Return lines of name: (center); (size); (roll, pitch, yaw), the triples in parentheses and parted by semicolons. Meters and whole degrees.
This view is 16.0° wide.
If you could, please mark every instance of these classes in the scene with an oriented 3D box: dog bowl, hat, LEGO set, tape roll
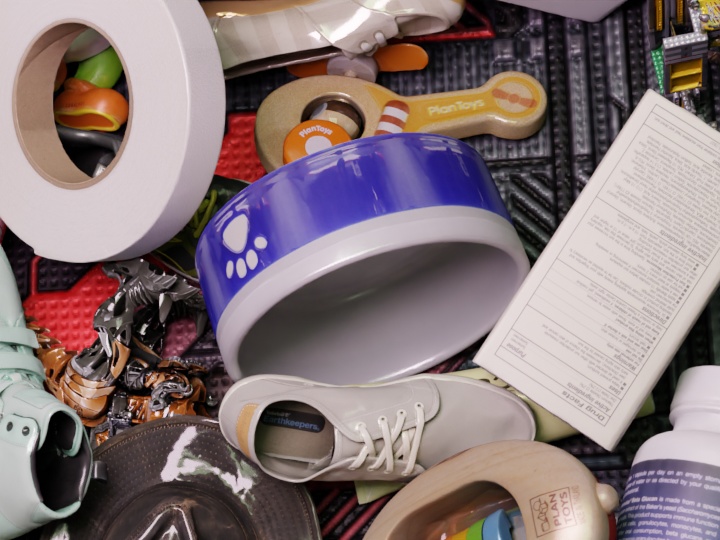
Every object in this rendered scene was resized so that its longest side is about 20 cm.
dog bowl: (0.000, 0.000, 1.599); (0.200, 0.200, 0.079); (-20, 65, -2)
hat: (-0.120, 0.189, 1.577); (0.200, 0.081, 0.201); (-1, 85, 8)
LEGO set: (0.258, -0.126, 1.663); (0.153, 0.116, 0.201); (-4, 68, 6)
tape roll: (-0.170, -0.105, 1.616); (0.202, 0.037, 0.204); (3, 94, 38)

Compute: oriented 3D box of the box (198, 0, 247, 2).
box: (-0.085, -0.244, 1.704); (0.199, 0.097, 0.125); (-3, 85, -26)

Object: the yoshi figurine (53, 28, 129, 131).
yoshi figurine: (-0.165, -0.202, 1.756); (0.112, 0.112, 0.201); (16, 69, 5)

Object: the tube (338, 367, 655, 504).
tube: (0.086, 0.091, 1.635); (0.199, 0.052, 0.058); (-13, 49, 4)

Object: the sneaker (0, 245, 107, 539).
sneaker: (-0.210, 0.065, 1.598); (0.118, 0.074, 0.201); (-14, 81, 48)

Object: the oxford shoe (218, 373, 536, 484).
oxford shoe: (0.012, 0.102, 1.583); (0.199, 0.058, 0.075); (4, 107, -11)

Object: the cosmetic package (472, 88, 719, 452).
cosmetic package: (0.166, 0.002, 1.574); (0.103, 0.073, 0.200); (34, 90, 8)

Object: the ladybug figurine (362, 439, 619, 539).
ladybug figurine: (0.081, 0.178, 1.554); (0.200, 0.072, 0.136); (-28, 59, 33)

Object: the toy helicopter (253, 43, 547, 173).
toy helicopter: (0.026, -0.106, 1.721); (0.199, 0.079, 0.133); (-10, 58, -9)

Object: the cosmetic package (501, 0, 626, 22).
cosmetic package: (0.132, -0.300, 1.691); (0.166, 0.167, 0.201); (11, 63, -31)

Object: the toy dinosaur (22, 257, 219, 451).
toy dinosaur: (-0.153, 0.061, 1.656); (0.200, 0.102, 0.136); (28, 90, -6)

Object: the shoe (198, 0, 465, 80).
shoe: (-0.027, -0.157, 1.702); (0.199, 0.070, 0.054); (-5, 80, 13)

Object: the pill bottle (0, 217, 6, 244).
pill bottle: (-0.306, 0.027, 1.672); (0.110, 0.111, 0.201); (11, 70, 11)

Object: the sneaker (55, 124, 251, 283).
sneaker: (-0.138, -0.042, 1.685); (0.199, 0.085, 0.075); (18, 86, 21)

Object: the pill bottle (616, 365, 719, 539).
pill bottle: (0.210, 0.165, 1.555); (0.111, 0.111, 0.201); (13, 70, 12)
